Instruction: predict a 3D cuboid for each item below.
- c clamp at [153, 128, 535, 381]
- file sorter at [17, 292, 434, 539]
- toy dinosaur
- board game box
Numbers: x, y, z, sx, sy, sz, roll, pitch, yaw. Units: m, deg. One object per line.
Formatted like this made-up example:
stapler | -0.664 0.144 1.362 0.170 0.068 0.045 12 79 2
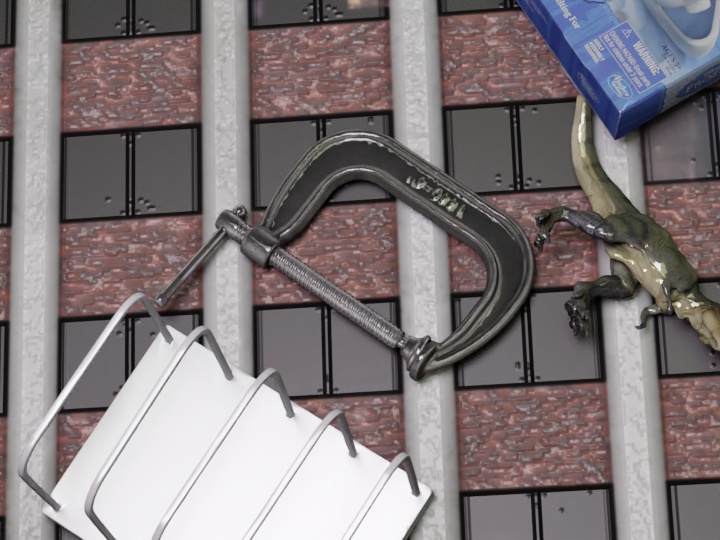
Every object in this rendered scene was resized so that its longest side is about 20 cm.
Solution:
c clamp | 0.000 0.000 1.401 0.199 0.027 0.171 28 72 16
file sorter | -0.080 0.123 1.315 0.199 0.125 0.139 30 77 15
toy dinosaur | 0.154 -0.014 1.376 0.088 0.048 0.201 -23 67 -21
board game box | 0.191 -0.214 1.429 0.198 0.043 0.201 -30 71 -11
